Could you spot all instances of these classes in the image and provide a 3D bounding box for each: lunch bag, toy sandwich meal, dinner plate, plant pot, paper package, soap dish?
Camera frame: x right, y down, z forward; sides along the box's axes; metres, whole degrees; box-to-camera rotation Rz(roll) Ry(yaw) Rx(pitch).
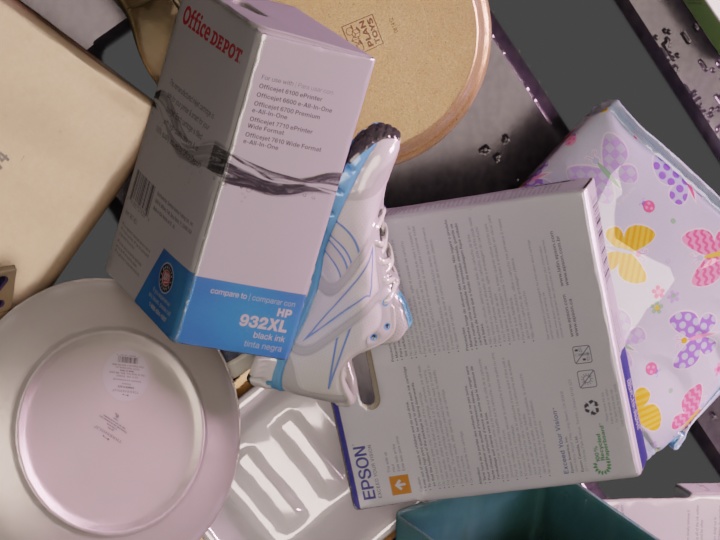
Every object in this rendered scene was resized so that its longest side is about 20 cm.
[{"bbox_3d":[0.182,0.010,1.627,0.200,0.127,0.170,42,89,0],"label":"lunch bag"},{"bbox_3d":[-0.007,-0.155,1.610,0.205,0.070,0.206,-1,96,-11],"label":"toy sandwich meal"},{"bbox_3d":[-0.164,0.104,1.521,0.200,0.024,0.201,3,85,-29],"label":"dinner plate"},{"bbox_3d":[0.110,0.265,1.620,0.141,0.141,0.200,-14,123,-36],"label":"plant pot"},{"bbox_3d":[-0.258,-0.079,1.563,0.191,0.103,0.200,36,92,-11],"label":"paper package"},{"bbox_3d":[-0.033,0.127,1.631,0.200,0.081,0.157,-39,101,-2],"label":"soap dish"}]

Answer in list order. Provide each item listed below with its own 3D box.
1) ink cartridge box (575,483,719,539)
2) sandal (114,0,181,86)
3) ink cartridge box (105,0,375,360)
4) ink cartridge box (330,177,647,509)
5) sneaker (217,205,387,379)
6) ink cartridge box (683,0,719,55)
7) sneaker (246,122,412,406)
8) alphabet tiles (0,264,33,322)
[{"bbox_3d":[0.234,0.255,1.703,0.176,0.045,0.200,0,96,-9],"label":"ink cartridge box"},{"bbox_3d":[-0.131,-0.186,1.555,0.080,0.054,0.200,-39,92,9],"label":"sandal"},{"bbox_3d":[-0.078,-0.065,1.478,0.084,0.145,0.200,11,104,-26],"label":"ink cartridge box"},{"bbox_3d":[0.074,0.050,1.556,0.200,0.041,0.200,-8,102,16],"label":"ink cartridge box"},{"bbox_3d":[-0.072,0.002,1.603,0.200,0.075,0.085,-38,108,7],"label":"sneaker"},{"bbox_3d":[0.246,-0.254,1.635,0.104,0.059,0.200,-37,100,-2],"label":"ink cartridge box"},{"bbox_3d":[0.000,0.000,1.511,0.087,0.075,0.200,23,116,2],"label":"sneaker"},{"bbox_3d":[-0.260,0.071,1.523,0.200,0.008,0.167,-14,132,-35],"label":"alphabet tiles"}]
